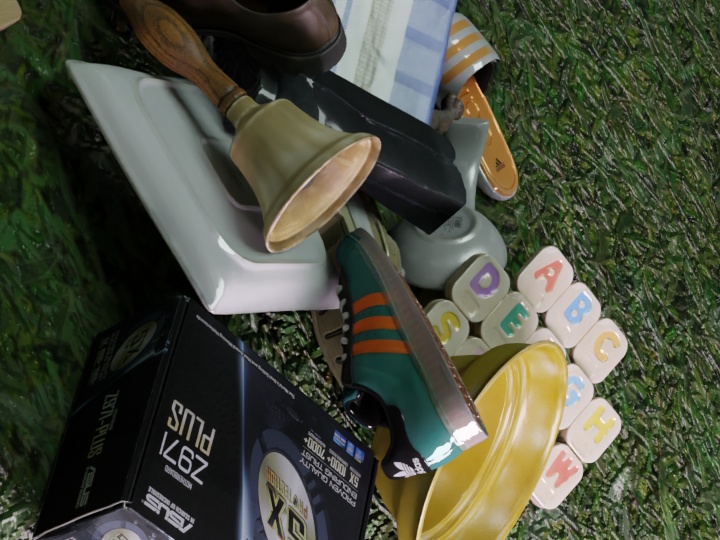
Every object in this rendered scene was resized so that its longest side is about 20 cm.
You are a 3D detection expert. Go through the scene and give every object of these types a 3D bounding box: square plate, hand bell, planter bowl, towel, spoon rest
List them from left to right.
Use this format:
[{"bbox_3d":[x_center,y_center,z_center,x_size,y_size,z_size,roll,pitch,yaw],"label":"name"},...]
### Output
[{"bbox_3d":[-0.096,-0.061,1.372,0.201,0.028,0.198,59,22,14],"label":"square plate"},{"bbox_3d":[-0.091,-0.117,1.348,0.200,0.104,0.104,45,33,14],"label":"hand bell"},{"bbox_3d":[-0.020,-0.194,1.545,0.199,0.024,0.148,21,72,-26],"label":"towel"},{"bbox_3d":[0.065,0.126,1.460,0.200,0.083,0.201,-43,148,-36],"label":"planter bowl"},{"bbox_3d":[0.075,-0.045,1.614,0.201,0.099,0.061,-75,168,-50],"label":"spoon rest"}]

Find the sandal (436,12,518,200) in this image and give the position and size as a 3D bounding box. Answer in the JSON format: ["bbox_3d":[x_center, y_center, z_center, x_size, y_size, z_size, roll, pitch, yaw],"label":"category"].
[{"bbox_3d":[0.098,-0.163,1.724,0.207,0.059,0.079,61,35,-8],"label":"sandal"}]

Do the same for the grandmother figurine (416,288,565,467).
[{"bbox_3d":[0.107,0.100,1.593,0.121,0.060,0.200,-45,112,-24],"label":"grandmother figurine"}]

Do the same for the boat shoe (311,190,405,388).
[{"bbox_3d":[0.000,0.000,1.490,0.068,0.075,0.201,-4,73,-47],"label":"boat shoe"}]

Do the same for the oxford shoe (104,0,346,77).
[{"bbox_3d":[-0.104,-0.204,1.381,0.085,0.199,0.073,74,38,-56],"label":"oxford shoe"}]

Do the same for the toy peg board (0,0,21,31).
[{"bbox_3d":[-0.292,-0.227,1.218,0.200,0.097,0.200,61,35,-8],"label":"toy peg board"}]

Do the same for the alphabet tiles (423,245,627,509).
[{"bbox_3d":[0.120,0.088,1.555,0.196,0.015,0.200,-47,113,-16],"label":"alphabet tiles"}]

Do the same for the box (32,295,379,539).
[{"bbox_3d":[-0.092,0.144,1.277,0.200,0.086,0.164,43,42,-30],"label":"box"}]

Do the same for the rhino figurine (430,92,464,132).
[{"bbox_3d":[-0.003,-0.176,1.599,0.200,0.060,0.088,52,48,-14],"label":"rhino figurine"}]

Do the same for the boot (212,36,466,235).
[{"bbox_3d":[-0.012,-0.133,1.483,0.199,0.066,0.166,24,49,-32],"label":"boot"}]

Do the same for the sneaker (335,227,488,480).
[{"bbox_3d":[0.013,0.055,1.367,0.071,0.080,0.201,54,7,-49],"label":"sneaker"}]
